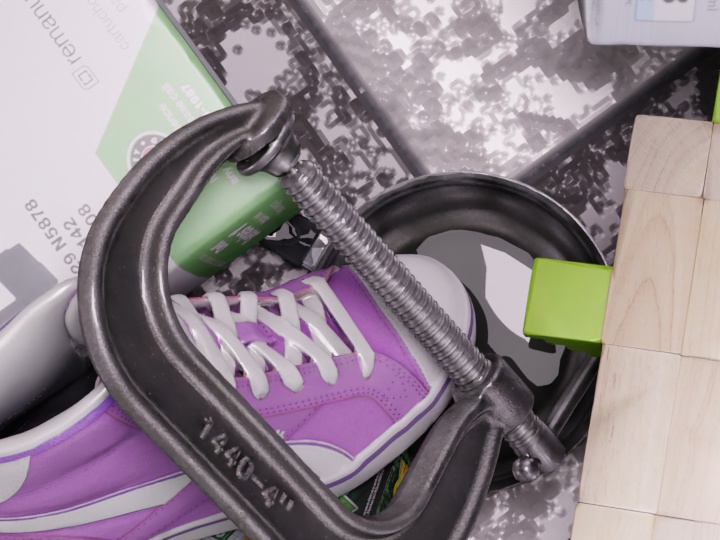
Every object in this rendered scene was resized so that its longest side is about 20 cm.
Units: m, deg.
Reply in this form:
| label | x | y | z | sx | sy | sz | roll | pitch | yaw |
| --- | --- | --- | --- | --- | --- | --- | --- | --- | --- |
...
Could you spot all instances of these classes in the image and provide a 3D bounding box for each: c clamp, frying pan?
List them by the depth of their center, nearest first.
| label | x | y | z | sx | sy | sz | roll | pitch | yaw |
| --- | --- | --- | --- | --- | --- | --- | --- | --- | --- |
| c clamp | -0.003 | 0.019 | 0.886 | 0.200 | 0.027 | 0.171 | 43 | 57 | -29 |
| frying pan | -0.001 | 0.017 | 0.985 | 0.190 | 0.031 | 0.115 | 8 | 88 | 7 |

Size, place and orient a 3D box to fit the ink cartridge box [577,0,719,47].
| label | x | y | z | sx | sy | sz | roll | pitch | yaw |
| --- | --- | --- | --- | --- | --- | --- | --- | --- | --- |
| ink cartridge box | 0.167 | -0.130 | 0.930 | 0.200 | 0.160 | 0.047 | 0 | 123 | -2 |

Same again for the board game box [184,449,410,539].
| label | x | y | z | sx | sy | sz | roll | pitch | yaw |
| --- | --- | --- | --- | --- | --- | --- | --- | --- | --- |
| board game box | -0.051 | 0.116 | 0.895 | 0.105 | 0.200 | 0.023 | -2 | 117 | 14 |

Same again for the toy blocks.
| label | x | y | z | sx | sy | sz | roll | pitch | yaw |
| --- | --- | --- | --- | --- | --- | --- | --- | --- | --- |
| toy blocks | 0.110 | 0.042 | 0.913 | 0.100 | 0.137 | 0.200 | 7 | 78 | 12 |

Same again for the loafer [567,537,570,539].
| label | x | y | z | sx | sy | sz | roll | pitch | yaw |
| --- | --- | --- | --- | --- | --- | --- | --- | --- | --- |
| loafer | 0.080 | 0.189 | 0.967 | 0.067 | 0.076 | 0.200 | -6 | 90 | -9 |

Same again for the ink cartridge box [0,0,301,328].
| label | x | y | z | sx | sy | sz | roll | pitch | yaw |
| --- | --- | --- | --- | --- | --- | --- | --- | --- | --- |
| ink cartridge box | -0.141 | -0.024 | 0.942 | 0.200 | 0.084 | 0.146 | -37 | 86 | 1 |

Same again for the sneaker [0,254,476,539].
| label | x | y | z | sx | sy | sz | roll | pitch | yaw |
| --- | --- | --- | --- | --- | --- | --- | --- | --- | --- |
| sneaker | -0.045 | 0.032 | 0.895 | 0.200 | 0.114 | 0.073 | -28 | 60 | -20 |
